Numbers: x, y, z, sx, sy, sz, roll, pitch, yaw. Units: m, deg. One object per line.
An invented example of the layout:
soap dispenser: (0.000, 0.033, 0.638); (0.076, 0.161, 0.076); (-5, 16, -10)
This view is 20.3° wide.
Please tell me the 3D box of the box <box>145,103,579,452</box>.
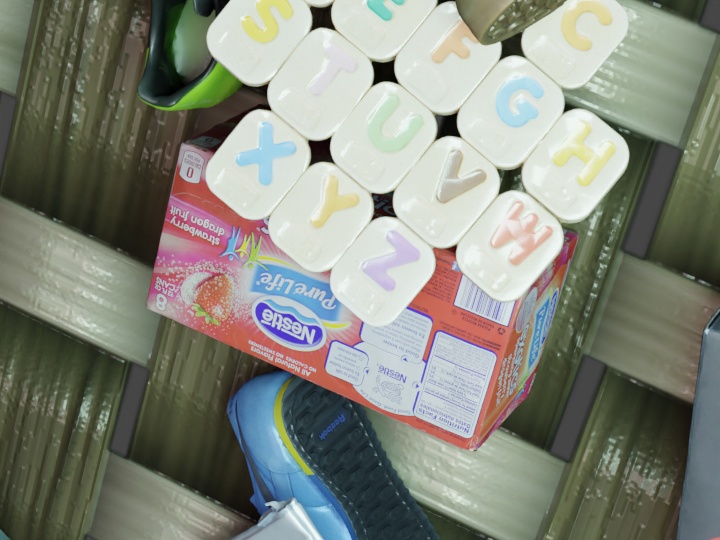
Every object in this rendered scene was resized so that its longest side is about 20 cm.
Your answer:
box: (0.000, 0.000, 1.051); (0.199, 0.095, 0.100); (22, 114, 16)

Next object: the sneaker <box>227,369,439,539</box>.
sneaker: (-0.011, 0.147, 1.132); (0.078, 0.066, 0.201); (-18, 102, 49)

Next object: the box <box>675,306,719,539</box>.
box: (0.259, 0.116, 0.965); (0.198, 0.104, 0.184); (12, 110, 21)

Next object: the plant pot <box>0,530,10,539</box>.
plant pot: (-0.307, 0.252, 1.258); (0.199, 0.135, 0.202); (8, 110, 23)

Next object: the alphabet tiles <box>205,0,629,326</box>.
alphabet tiles: (0.026, -0.082, 0.962); (0.200, 0.015, 0.196); (41, 92, 3)

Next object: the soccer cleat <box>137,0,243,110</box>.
soccer cleat: (-0.071, -0.174, 1.034); (0.067, 0.081, 0.201); (21, 115, 17)

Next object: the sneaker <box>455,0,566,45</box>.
sneaker: (0.109, -0.198, 0.929); (0.200, 0.067, 0.090); (-39, 78, 4)

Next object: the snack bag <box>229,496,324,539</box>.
snack bag: (-0.014, 0.222, 1.127); (0.200, 0.021, 0.188); (51, 150, 0)
